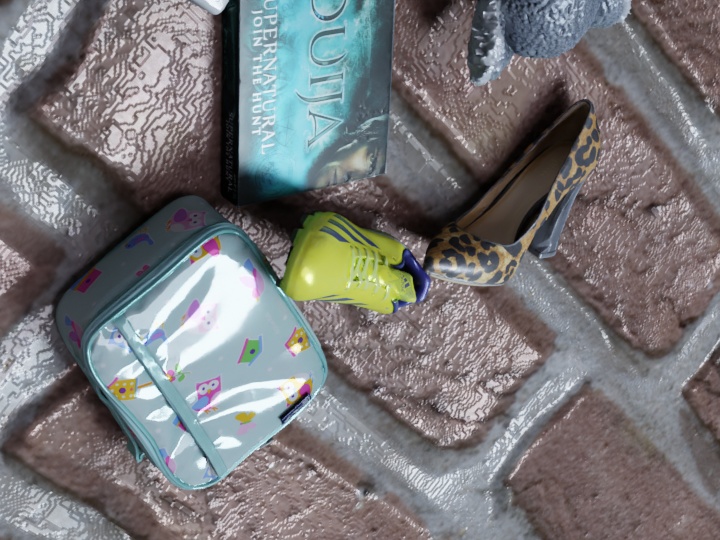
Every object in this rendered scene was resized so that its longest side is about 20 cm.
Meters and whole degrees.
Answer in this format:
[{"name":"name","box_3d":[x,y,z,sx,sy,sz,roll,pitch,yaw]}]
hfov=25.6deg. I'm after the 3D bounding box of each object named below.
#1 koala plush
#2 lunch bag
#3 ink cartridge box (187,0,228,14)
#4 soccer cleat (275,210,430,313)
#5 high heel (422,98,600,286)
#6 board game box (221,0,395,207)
[{"name":"koala plush","box_3d":[0.131,-0.235,1.150,0.177,0.184,0.201,-27,139,-23]},{"name":"lunch bag","box_3d":[-0.122,0.061,1.159,0.160,0.077,0.200,-41,130,-14]},{"name":"ink cartridge box","box_3d":[-0.136,-0.274,0.966,0.200,0.083,0.147,32,92,-43]},{"name":"soccer cleat","box_3d":[0.000,-0.001,1.167,0.065,0.083,0.200,-67,163,7]},{"name":"high heel","box_3d":[0.121,-0.067,1.276,0.200,0.071,0.143,-17,131,-51]},{"name":"board game box","box_3d":[-0.036,-0.154,1.145,0.135,0.028,0.201,-15,121,-31]}]
